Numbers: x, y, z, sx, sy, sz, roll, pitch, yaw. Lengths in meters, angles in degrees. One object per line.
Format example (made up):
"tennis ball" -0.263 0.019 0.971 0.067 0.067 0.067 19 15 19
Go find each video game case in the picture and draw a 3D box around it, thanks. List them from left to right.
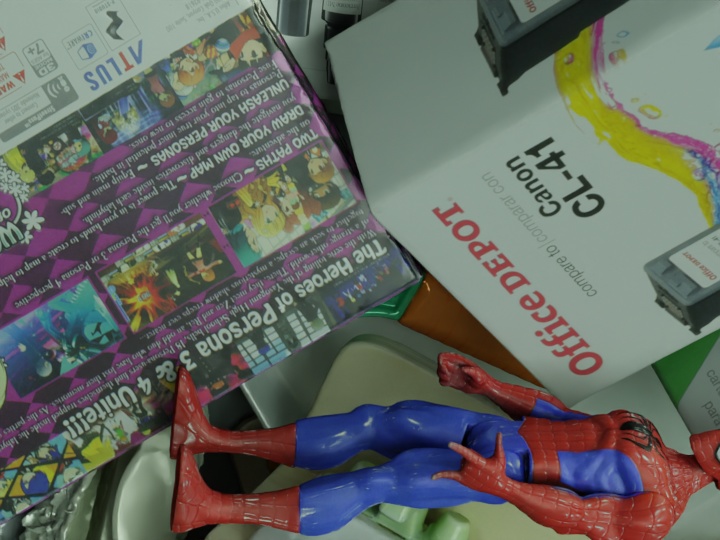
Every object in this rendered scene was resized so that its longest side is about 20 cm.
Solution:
"video game case" -0.108 -0.026 0.891 0.199 0.036 0.182 -31 103 5

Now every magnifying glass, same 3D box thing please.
"magnifying glass" 0.000 0.000 0.960 0.199 0.022 0.080 24 104 -28

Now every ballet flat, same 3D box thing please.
"ballet flat" -0.097 0.120 0.967 0.071 0.072 0.201 8 101 -25

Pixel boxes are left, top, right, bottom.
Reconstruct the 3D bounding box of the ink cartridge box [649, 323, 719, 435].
"ink cartridge box" 0.208 0.012 0.946 0.199 0.146 0.084 -33 139 7

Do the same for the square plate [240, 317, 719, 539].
"square plate" 0.060 0.047 1.024 0.198 0.028 0.201 -32 108 -17

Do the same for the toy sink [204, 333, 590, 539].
"toy sink" -0.001 0.145 0.927 0.130 0.112 0.201 29 108 8

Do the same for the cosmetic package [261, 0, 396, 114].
"cosmetic package" 0.034 -0.093 0.960 0.199 0.051 0.083 6 90 -22

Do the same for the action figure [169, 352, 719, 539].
"action figure" 0.038 0.061 0.880 0.199 0.066 0.052 4 121 -8

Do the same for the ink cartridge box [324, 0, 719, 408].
"ink cartridge box" 0.112 -0.058 0.891 0.199 0.086 0.148 -30 136 16

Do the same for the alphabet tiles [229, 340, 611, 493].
"alphabet tiles" 0.025 0.130 1.046 0.199 0.015 0.197 -22 106 -17
